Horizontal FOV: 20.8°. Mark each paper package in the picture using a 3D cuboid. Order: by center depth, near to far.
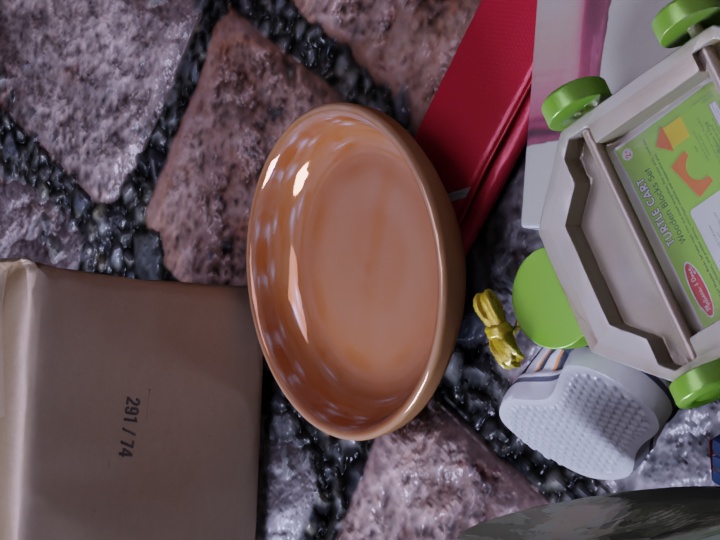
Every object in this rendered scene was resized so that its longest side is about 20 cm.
[{"bbox_3d":[-0.161,0.101,1.238,0.103,0.190,0.201,-3,83,49],"label":"paper package"}]

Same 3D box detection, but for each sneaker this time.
[{"bbox_3d":[0.130,0.051,0.993,0.080,0.078,0.200,-57,1,-17],"label":"sneaker"}]

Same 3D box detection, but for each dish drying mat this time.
[{"bbox_3d":[0.072,-0.098,1.136,0.077,0.018,0.200,45,118,41],"label":"dish drying mat"}]

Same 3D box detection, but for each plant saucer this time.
[{"bbox_3d":[0.000,0.000,1.170,0.200,0.037,0.201,7,99,53],"label":"plant saucer"}]

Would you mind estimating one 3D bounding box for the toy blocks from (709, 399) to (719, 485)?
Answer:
[{"bbox_3d":[0.218,0.046,0.891,0.137,0.100,0.201,27,133,45],"label":"toy blocks"}]

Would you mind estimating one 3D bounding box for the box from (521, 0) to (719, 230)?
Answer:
[{"bbox_3d":[0.162,-0.113,0.951,0.109,0.128,0.201,7,93,44],"label":"box"}]

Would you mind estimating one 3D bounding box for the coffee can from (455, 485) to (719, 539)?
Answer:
[{"bbox_3d":[0.129,0.212,0.906,0.146,0.146,0.201,-8,92,46],"label":"coffee can"}]

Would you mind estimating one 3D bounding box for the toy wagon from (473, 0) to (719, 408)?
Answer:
[{"bbox_3d":[0.133,-0.019,0.862,0.200,0.039,0.156,-36,67,35],"label":"toy wagon"}]
